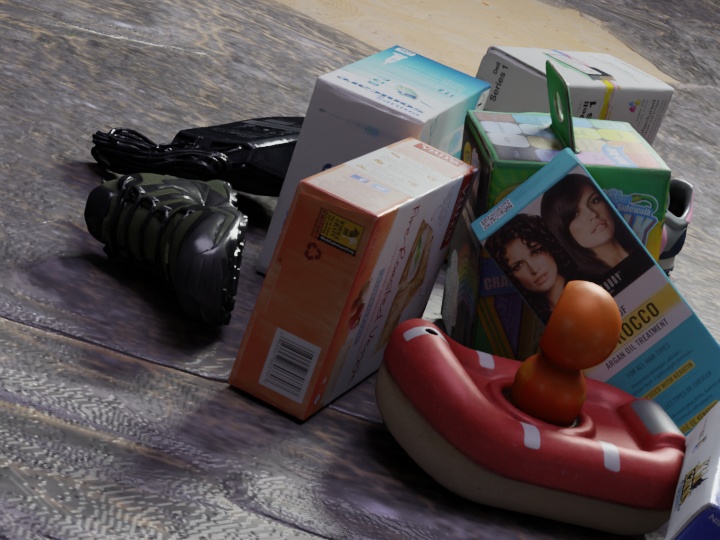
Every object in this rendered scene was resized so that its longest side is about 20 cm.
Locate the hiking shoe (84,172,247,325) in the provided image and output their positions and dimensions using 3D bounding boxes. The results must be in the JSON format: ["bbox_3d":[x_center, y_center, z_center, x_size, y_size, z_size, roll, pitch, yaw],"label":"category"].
[{"bbox_3d":[-0.128,-0.017,1.271,0.100,0.076,0.200,9,11,-9],"label":"hiking shoe"}]

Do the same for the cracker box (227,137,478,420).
[{"bbox_3d":[0.000,0.000,1.238,0.057,0.135,0.200,25,19,14],"label":"cracker box"}]

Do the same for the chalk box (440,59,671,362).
[{"bbox_3d":[0.132,-0.037,1.349,0.123,0.202,0.125,4,20,-7],"label":"chalk box"}]

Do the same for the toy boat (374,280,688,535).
[{"bbox_3d":[0.111,0.067,1.174,0.199,0.132,0.131,14,19,-20],"label":"toy boat"}]

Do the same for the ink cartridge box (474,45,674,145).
[{"bbox_3d":[0.167,-0.109,1.718,0.084,0.146,0.199,31,21,31],"label":"ink cartridge box"}]

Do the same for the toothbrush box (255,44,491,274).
[{"bbox_3d":[0.012,-0.070,1.436,0.085,0.147,0.200,23,17,12],"label":"toothbrush box"}]

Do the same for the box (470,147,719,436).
[{"bbox_3d":[0.163,0.027,1.271,0.200,0.082,0.049,51,6,-13],"label":"box"}]

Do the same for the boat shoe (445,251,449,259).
[{"bbox_3d":[0.040,-0.069,1.583,0.199,0.071,0.070,29,24,25],"label":"boat shoe"}]

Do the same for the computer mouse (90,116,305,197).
[{"bbox_3d":[-0.090,-0.079,1.483,0.138,0.053,0.199,13,17,43],"label":"computer mouse"}]

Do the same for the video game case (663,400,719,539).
[{"bbox_3d":[0.259,0.170,1.089,0.200,0.046,0.181,40,19,1],"label":"video game case"}]

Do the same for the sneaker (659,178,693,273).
[{"bbox_3d":[0.220,-0.040,1.680,0.070,0.083,0.200,29,20,24],"label":"sneaker"}]
